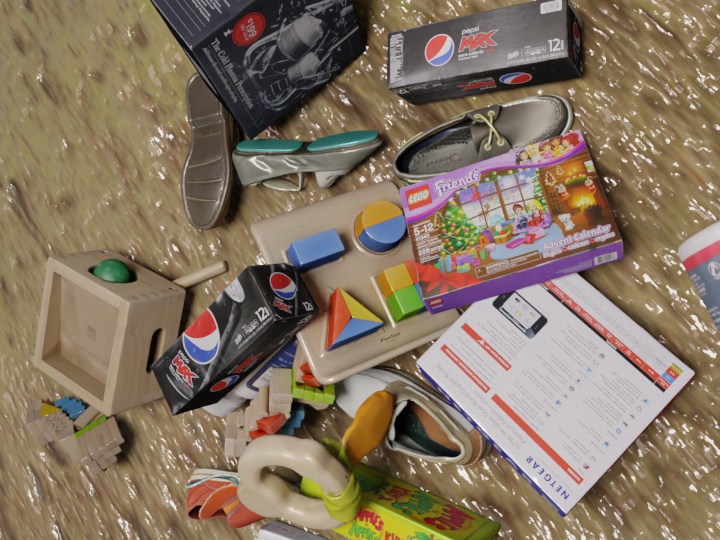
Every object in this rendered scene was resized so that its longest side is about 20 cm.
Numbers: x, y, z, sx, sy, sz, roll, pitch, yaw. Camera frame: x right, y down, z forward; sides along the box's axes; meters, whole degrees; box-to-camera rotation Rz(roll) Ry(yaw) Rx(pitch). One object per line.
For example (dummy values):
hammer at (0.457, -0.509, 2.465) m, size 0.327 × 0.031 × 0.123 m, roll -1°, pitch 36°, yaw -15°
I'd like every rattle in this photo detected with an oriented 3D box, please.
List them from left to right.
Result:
rattle at (-0.078, 0.190, 0.803) m, size 0.198 × 0.130 × 0.145 m, roll -21°, pitch 45°, yaw 41°

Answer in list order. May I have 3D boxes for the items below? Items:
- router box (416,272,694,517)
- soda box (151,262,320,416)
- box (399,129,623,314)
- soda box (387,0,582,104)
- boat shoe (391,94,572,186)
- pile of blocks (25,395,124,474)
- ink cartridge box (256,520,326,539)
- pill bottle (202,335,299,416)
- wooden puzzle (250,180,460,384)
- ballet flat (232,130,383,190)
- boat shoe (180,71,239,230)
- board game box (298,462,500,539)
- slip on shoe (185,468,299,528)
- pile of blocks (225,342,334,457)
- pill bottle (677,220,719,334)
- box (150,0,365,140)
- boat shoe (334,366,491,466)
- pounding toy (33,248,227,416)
router box at (0.185, 0.100, 0.748) m, size 0.179 × 0.049 × 0.200 m, roll -43°, pitch 67°, yaw -6°
soda box at (-0.135, 0.073, 0.798) m, size 0.200 × 0.070 × 0.064 m, roll -42°, pitch 69°, yaw 32°
box at (0.147, -0.049, 0.773) m, size 0.197 × 0.039 × 0.139 m, roll -18°, pitch 58°, yaw 12°
soda box at (0.129, -0.229, 0.810) m, size 0.197 × 0.070 × 0.065 m, roll -2°, pitch 85°, yaw 28°
boat shoe at (0.128, -0.137, 0.822) m, size 0.199 × 0.060 × 0.073 m, roll -19°, pitch 79°, yaw 25°
pile of blocks at (-0.393, 0.230, 1.079) m, size 0.198 × 0.082 × 0.063 m, roll 15°, pitch 137°, yaw 36°
ink cartridge box at (-0.042, 0.406, 0.895) m, size 0.197 × 0.057 × 0.165 m, roll 12°, pitch 92°, yaw 18°
pill bottle at (-0.118, 0.080, 0.908) m, size 0.200 × 0.111 × 0.111 m, roll -44°, pitch 70°, yaw 18°
wooden puzzle at (0.000, 0.000, 0.826) m, size 0.202 × 0.183 × 0.046 m, roll 63°, pitch 156°, yaw 17°
ballet flat at (-0.062, -0.130, 0.925) m, size 0.197 × 0.068 × 0.065 m, roll 0°, pitch 116°, yaw 22°
boat shoe at (-0.182, -0.150, 0.979) m, size 0.071 × 0.068 × 0.204 m, roll 2°, pitch 87°, yaw 19°
board game box at (0.040, 0.267, 0.824) m, size 0.198 × 0.101 × 0.048 m, roll 17°, pitch 94°, yaw 27°
slip on shoe at (-0.133, 0.281, 0.921) m, size 0.197 × 0.074 × 0.062 m, roll -5°, pitch 55°, yaw 32°
pile of blocks at (-0.080, 0.156, 0.847) m, size 0.082 × 0.062 × 0.200 m, roll 34°, pitch 111°, yaw -22°
pill bottle at (0.374, 0.043, 0.656) m, size 0.119 × 0.119 × 0.202 m, roll -29°, pitch 75°, yaw 22°
box at (-0.107, -0.276, 0.843) m, size 0.181 × 0.200 × 0.104 m, roll -39°, pitch 71°, yaw -3°
boat shoe at (0.046, 0.157, 0.843) m, size 0.198 × 0.068 × 0.076 m, roll 15°, pitch 96°, yaw 30°
pounding toy at (-0.304, 0.058, 1.007) m, size 0.182 × 0.142 × 0.203 m, roll 24°, pitch 109°, yaw 26°
